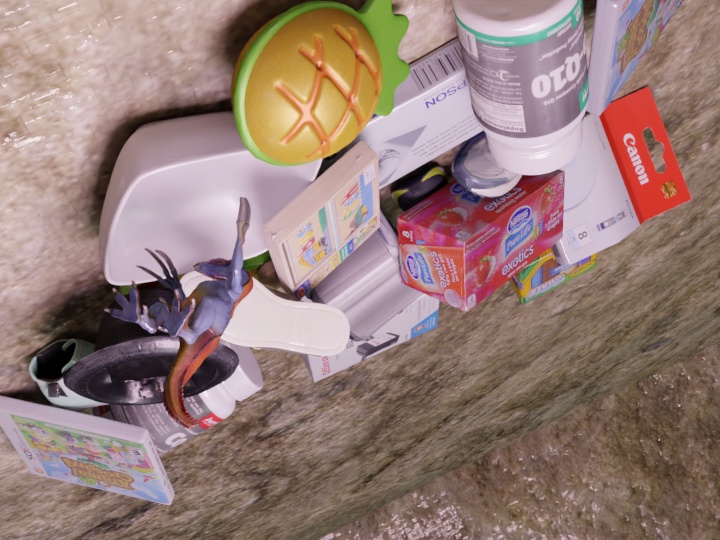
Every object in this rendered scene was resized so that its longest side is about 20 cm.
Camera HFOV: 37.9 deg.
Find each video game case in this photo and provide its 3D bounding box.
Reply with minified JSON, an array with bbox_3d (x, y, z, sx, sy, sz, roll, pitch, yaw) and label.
[{"bbox_3d":[0.278,-0.266,1.006,0.182,0.022,0.200,-53,162,-11],"label":"video game case"},{"bbox_3d":[-0.340,0.225,1.295,0.198,0.022,0.183,10,145,10],"label":"video game case"}]

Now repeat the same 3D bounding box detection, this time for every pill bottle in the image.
[{"bbox_3d":[-0.233,0.159,1.353,0.199,0.114,0.114,-30,158,6],"label":"pill bottle"},{"bbox_3d":[0.153,-0.189,0.973,0.113,0.113,0.200,-26,142,-4],"label":"pill bottle"}]

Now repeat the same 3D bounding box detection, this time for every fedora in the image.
[{"bbox_3d":[-0.225,0.076,1.120,0.199,0.092,0.201,-8,158,-3],"label":"fedora"}]

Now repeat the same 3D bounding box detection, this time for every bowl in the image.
[{"bbox_3d":[-0.151,-0.077,0.981,0.199,0.075,0.200,-15,155,-31],"label":"bowl"}]

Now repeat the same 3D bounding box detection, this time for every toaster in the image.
[{"bbox_3d":[0.000,0.000,1.279,0.129,0.114,0.200,-35,156,5],"label":"toaster"}]

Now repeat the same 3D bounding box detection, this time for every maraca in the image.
[{"bbox_3d":[-0.028,-0.164,0.891,0.199,0.107,0.138,-29,134,-36],"label":"maraca"}]

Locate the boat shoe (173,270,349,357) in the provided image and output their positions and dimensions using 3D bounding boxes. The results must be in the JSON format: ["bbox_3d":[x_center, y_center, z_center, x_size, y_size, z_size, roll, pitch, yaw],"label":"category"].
[{"bbox_3d":[-0.108,0.048,1.093,0.201,0.073,0.060,18,168,-31],"label":"boat shoe"}]

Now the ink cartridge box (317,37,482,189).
[{"bbox_3d":[0.046,-0.140,1.116,0.199,0.041,0.200,-29,159,3],"label":"ink cartridge box"}]

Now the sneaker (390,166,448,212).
[{"bbox_3d":[0.095,-0.063,1.288,0.074,0.081,0.200,-31,158,7],"label":"sneaker"}]

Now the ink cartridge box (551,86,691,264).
[{"bbox_3d":[0.309,-0.120,1.309,0.199,0.161,0.047,-24,-173,-6],"label":"ink cartridge box"}]

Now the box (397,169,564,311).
[{"bbox_3d":[0.143,-0.050,1.218,0.200,0.099,0.096,-34,132,-36],"label":"box"}]

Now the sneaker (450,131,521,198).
[{"bbox_3d":[0.180,-0.158,1.184,0.200,0.078,0.087,-35,160,-30],"label":"sneaker"}]

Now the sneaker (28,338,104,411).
[{"bbox_3d":[-0.282,0.111,1.219,0.199,0.074,0.118,-15,157,-1],"label":"sneaker"}]

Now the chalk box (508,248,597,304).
[{"bbox_3d":[0.246,-0.045,1.448,0.123,0.125,0.200,-27,157,-2],"label":"chalk box"}]

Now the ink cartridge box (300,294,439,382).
[{"bbox_3d":[0.003,0.060,1.450,0.199,0.084,0.145,-24,158,-8],"label":"ink cartridge box"}]

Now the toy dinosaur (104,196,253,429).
[{"bbox_3d":[-0.148,0.036,0.949,0.104,0.202,0.181,-5,175,22],"label":"toy dinosaur"}]

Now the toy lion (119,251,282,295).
[{"bbox_3d":[-0.178,0.020,1.194,0.190,0.069,0.200,-11,154,-21],"label":"toy lion"}]

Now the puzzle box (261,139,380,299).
[{"bbox_3d":[-0.035,-0.044,1.081,0.133,0.025,0.200,-42,166,-10],"label":"puzzle box"}]
